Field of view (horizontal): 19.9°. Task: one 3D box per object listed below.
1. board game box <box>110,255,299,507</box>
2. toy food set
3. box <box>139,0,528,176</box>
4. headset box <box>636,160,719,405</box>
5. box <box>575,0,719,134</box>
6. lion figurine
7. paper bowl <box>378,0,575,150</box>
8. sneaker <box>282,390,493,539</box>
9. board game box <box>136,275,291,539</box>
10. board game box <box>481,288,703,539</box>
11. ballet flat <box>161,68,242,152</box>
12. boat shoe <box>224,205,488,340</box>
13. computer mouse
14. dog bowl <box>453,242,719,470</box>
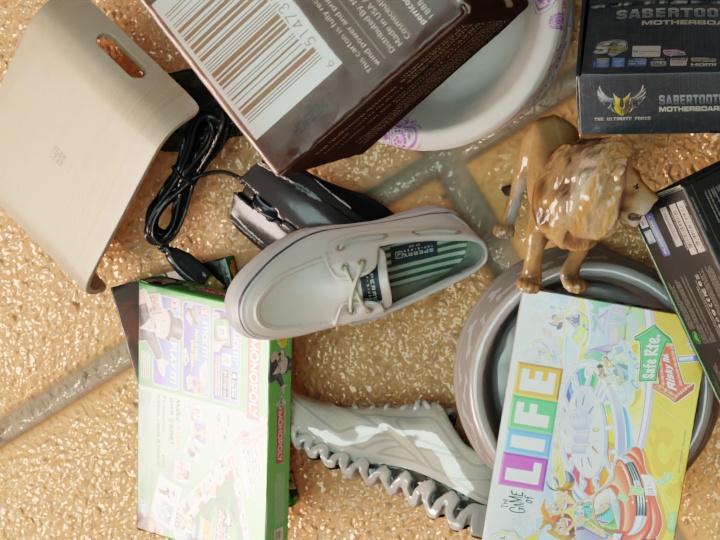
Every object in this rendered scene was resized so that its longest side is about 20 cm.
[{"bbox_3d":[-0.122,0.097,1.609,0.104,0.023,0.202,-14,94,16],"label":"board game box"},{"bbox_3d":[-0.211,-0.096,1.562,0.143,0.060,0.201,44,127,15],"label":"toy food set"},{"bbox_3d":[-0.016,-0.181,1.332,0.164,0.200,0.166,-40,87,17],"label":"box"},{"bbox_3d":[0.313,-0.013,1.384,0.199,0.093,0.175,-27,91,-17],"label":"headset box"},{"bbox_3d":[0.247,-0.153,1.378,0.198,0.158,0.051,1,125,10],"label":"box"},{"bbox_3d":[0.137,-0.062,1.418,0.072,0.200,0.124,2,117,-17],"label":"lion figurine"},{"bbox_3d":[0.056,-0.191,1.468,0.198,0.104,0.203,3,99,17],"label":"paper bowl"},{"bbox_3d":[0.026,0.128,1.551,0.198,0.075,0.082,24,93,7],"label":"sneaker"},{"bbox_3d":[-0.112,0.114,1.556,0.134,0.029,0.202,12,106,35],"label":"board game box"},{"bbox_3d":[0.162,0.121,1.435,0.133,0.034,0.202,9,94,4],"label":"board game box"},{"bbox_3d":[-0.079,-0.130,1.556,0.198,0.057,0.067,-5,68,13],"label":"ballet flat"},{"bbox_3d":[0.000,0.000,1.475,0.199,0.067,0.074,-24,115,-22],"label":"boat shoe"},{"bbox_3d":[-0.069,-0.020,1.540,0.199,0.046,0.141,33,114,-7],"label":"computer mouse"},{"bbox_3d":[0.165,0.081,1.479,0.198,0.059,0.203,0,94,4],"label":"dog bowl"}]
